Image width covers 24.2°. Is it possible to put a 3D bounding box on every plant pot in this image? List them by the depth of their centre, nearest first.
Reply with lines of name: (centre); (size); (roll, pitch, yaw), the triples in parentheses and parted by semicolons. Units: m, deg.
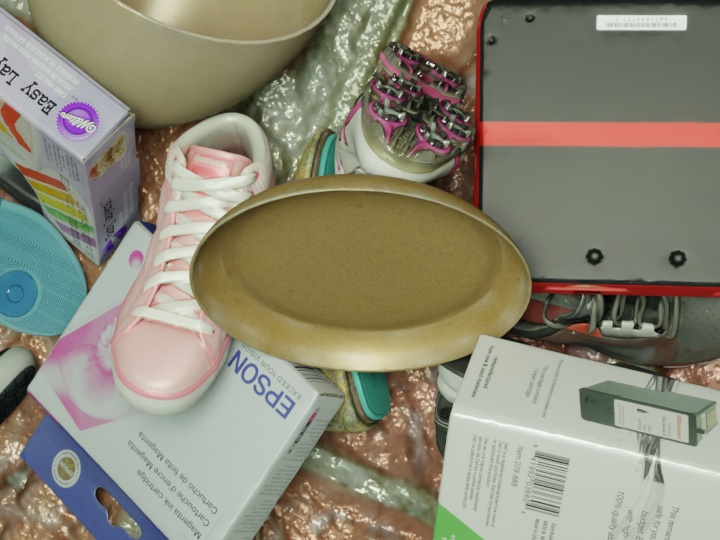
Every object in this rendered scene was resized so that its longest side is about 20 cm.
plant pot: (0.000, 0.000, 0.982); (0.199, 0.200, 0.028); (-7, 57, 13)
plant pot: (-0.129, -0.168, 1.066); (0.200, 0.200, 0.135); (39, 132, 7)

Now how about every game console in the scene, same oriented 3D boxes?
game console: (0.166, -0.074, 1.005); (0.198, 0.031, 0.178); (1, 85, 9)

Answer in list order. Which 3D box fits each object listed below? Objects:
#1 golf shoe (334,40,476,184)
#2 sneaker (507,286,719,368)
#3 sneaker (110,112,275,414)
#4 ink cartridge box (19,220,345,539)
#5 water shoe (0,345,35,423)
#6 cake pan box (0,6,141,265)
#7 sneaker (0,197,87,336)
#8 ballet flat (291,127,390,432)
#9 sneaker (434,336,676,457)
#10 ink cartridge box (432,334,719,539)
golf shoe: (0.022, -0.074, 1.021); (0.072, 0.200, 0.092); (29, 107, -4)
sneaker: (0.158, 0.026, 1.055); (0.198, 0.082, 0.078); (3, 95, 13)
sneaker: (-0.105, -0.015, 1.046); (0.075, 0.201, 0.105); (14, 142, 9)
ink cartridge box: (-0.134, 0.103, 1.116); (0.196, 0.043, 0.201); (39, 101, 29)
water shoe: (-0.315, 0.107, 1.175); (0.200, 0.071, 0.079); (-42, 83, 12)
cake pan box: (-0.226, -0.103, 1.084); (0.184, 0.200, 0.052); (40, 72, 7)
sneaker: (-0.286, -0.027, 1.162); (0.200, 0.130, 0.080); (38, 77, -27)
ballet flat: (-0.029, 0.009, 1.109); (0.070, 0.071, 0.202); (-9, 92, 13)
sneaker: (0.140, 0.107, 1.081); (0.199, 0.080, 0.087); (18, 121, 10)
ink cartridge box: (0.149, 0.139, 0.999); (0.199, 0.084, 0.147); (13, 124, 10)
